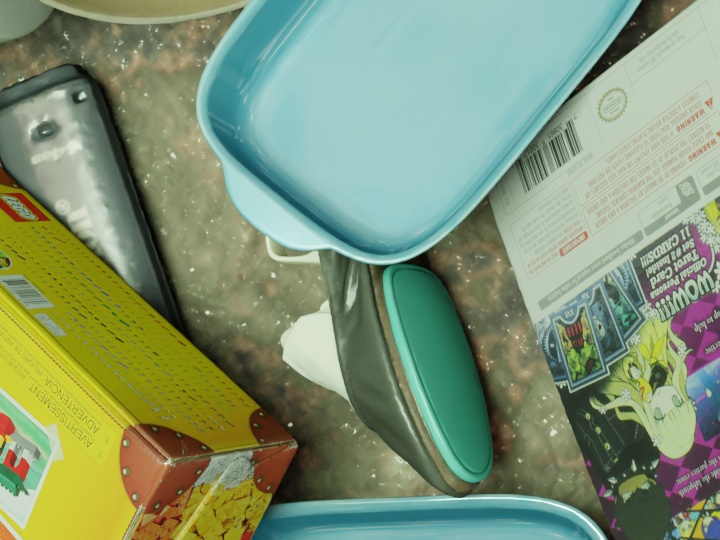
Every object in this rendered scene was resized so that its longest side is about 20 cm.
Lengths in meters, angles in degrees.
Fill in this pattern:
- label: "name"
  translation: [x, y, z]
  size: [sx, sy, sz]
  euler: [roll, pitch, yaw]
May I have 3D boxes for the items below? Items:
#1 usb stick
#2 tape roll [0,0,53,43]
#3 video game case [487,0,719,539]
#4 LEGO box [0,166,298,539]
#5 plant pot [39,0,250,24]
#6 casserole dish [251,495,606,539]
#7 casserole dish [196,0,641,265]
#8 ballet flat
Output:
- label: "usb stick"
  translation: [-0.105, 0.013, 0.996]
  size: [0.055, 0.033, 0.201]
  euler: [-21, 84, 18]
- label: "tape roll"
  translation: [-0.221, -0.173, 0.945]
  size: [0.138, 0.203, 0.204]
  euler: [-13, 87, 18]
- label: "video game case"
  translation: [0.142, -0.005, 0.850]
  size: [0.200, 0.036, 0.182]
  euler: [-38, 63, 42]
- label: "LEGO box"
  translation: [-0.141, 0.072, 0.947]
  size: [0.200, 0.077, 0.150]
  euler: [41, 116, 29]
- label: "plant pot"
  translation: [-0.078, -0.215, 0.916]
  size: [0.200, 0.200, 0.135]
  euler: [-36, 55, 15]
- label: "casserole dish"
  translation: [0.022, 0.151, 0.944]
  size: [0.198, 0.039, 0.122]
  euler: [-5, 86, 17]
- label: "casserole dish"
  translation: [0.027, -0.089, 0.904]
  size: [0.121, 0.039, 0.200]
  euler: [38, 84, 15]
- label: "ballet flat"
  translation: [0.000, 0.000, 0.946]
  size: [0.068, 0.068, 0.201]
  euler: [-21, 72, 28]
